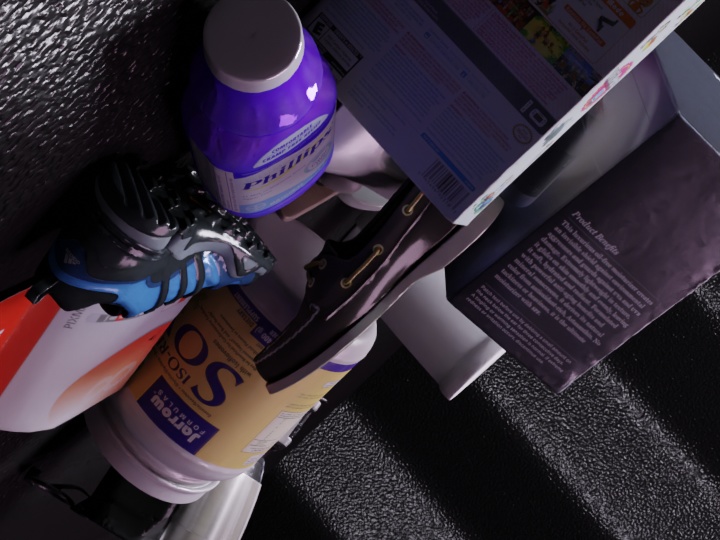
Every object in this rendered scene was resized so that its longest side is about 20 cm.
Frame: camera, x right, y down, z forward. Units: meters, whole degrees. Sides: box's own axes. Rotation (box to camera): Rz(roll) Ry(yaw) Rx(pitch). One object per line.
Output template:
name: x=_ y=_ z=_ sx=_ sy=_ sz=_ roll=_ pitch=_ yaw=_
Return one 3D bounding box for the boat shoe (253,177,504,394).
boat shoe: x=0.000 y=0.000 z=0.900 sx=0.201 sy=0.061 sz=0.072 roll=-41 pitch=-171 yaw=8

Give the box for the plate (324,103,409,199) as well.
plate: x=0.069 y=-0.120 z=0.901 sx=0.200 sy=0.032 sz=0.199 roll=-46 pitch=161 yaw=10

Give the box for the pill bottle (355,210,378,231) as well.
pill bottle: x=0.093 y=-0.086 z=1.290 sx=0.200 sy=0.112 sz=0.112 roll=-43 pitch=172 yaw=8

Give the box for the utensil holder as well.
utensil holder: x=0.093 y=0.009 z=1.479 sx=0.170 sy=0.200 sz=0.170 roll=-41 pitch=173 yaw=-6

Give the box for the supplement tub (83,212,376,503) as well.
supplement tub: x=-0.100 y=0.066 z=1.032 sx=0.200 sy=0.145 sz=0.145 roll=-45 pitch=172 yaw=20

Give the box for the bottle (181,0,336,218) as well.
bottle: x=-0.053 y=-0.087 z=0.726 sx=0.083 sy=0.065 sz=0.200 roll=-36 pitch=171 yaw=-10

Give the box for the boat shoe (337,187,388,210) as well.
boat shoe: x=0.042 y=-0.091 z=1.154 sx=0.200 sy=0.071 sz=0.064 roll=-25 pitch=177 yaw=-41

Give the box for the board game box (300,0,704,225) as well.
board game box: x=0.080 y=-0.146 z=0.765 sx=0.200 sy=0.148 sz=0.064 roll=-43 pitch=170 yaw=11

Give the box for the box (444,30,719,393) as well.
box: x=0.163 y=-0.061 z=0.955 sx=0.198 sy=0.123 sz=0.200 roll=-40 pitch=-154 yaw=23

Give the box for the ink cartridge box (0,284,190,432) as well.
ink cartridge box: x=-0.193 y=0.055 z=0.869 sx=0.162 sy=0.050 sz=0.200 roll=-48 pitch=173 yaw=36

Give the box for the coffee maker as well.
coffee maker: x=-0.157 y=0.146 z=1.200 sx=0.201 sy=0.192 sz=0.135 roll=-61 pitch=-161 yaw=-12

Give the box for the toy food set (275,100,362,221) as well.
toy food set: x=0.027 y=-0.123 z=0.949 sx=0.143 sy=0.060 sz=0.200 roll=-33 pitch=169 yaw=-48

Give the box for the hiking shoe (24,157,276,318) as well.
hiking shoe: x=-0.121 y=-0.013 z=0.808 sx=0.087 sy=0.075 sz=0.200 roll=-41 pitch=162 yaw=11
